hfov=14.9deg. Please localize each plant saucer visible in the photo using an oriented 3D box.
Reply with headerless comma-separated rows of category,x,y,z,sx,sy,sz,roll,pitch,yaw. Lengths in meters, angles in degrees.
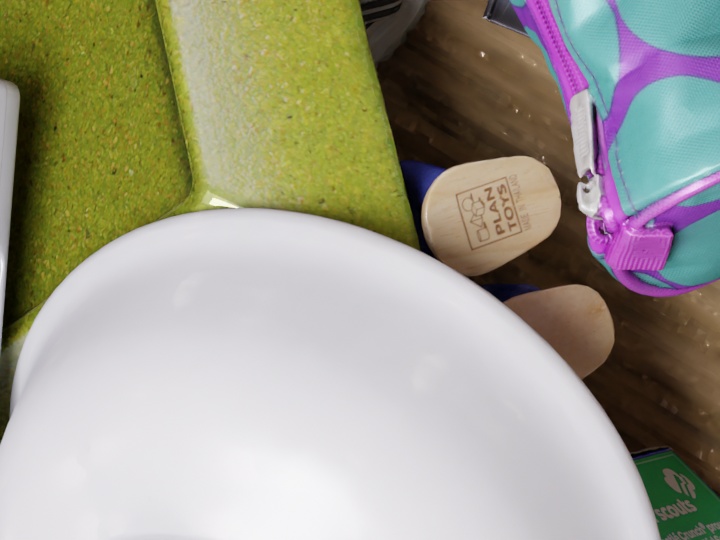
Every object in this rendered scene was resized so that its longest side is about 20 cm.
plant saucer,-0.085,-0.048,0.822,0.199,0.048,0.201,-33,59,37

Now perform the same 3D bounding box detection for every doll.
doll,0.000,0.000,0.842,0.200,0.048,0.137,-7,108,64

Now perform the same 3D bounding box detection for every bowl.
bowl,-0.025,0.091,0.741,0.200,0.090,0.202,12,124,19

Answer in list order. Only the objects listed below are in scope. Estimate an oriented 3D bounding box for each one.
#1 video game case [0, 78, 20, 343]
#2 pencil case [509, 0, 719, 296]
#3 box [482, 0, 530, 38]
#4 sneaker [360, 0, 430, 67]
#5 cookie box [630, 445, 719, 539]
video game case,-0.192,0.030,0.813,0.199,0.022,0.184,5,91,29
pencil case,0.069,-0.098,0.779,0.201,0.092,0.085,66,152,15
box,0.142,-0.089,0.809,0.199,0.035,0.111,26,103,28
sneaker,-0.046,-0.080,0.891,0.076,0.087,0.200,47,111,23
cookie box,0.093,0.182,0.816,0.200,0.075,0.171,46,113,21
